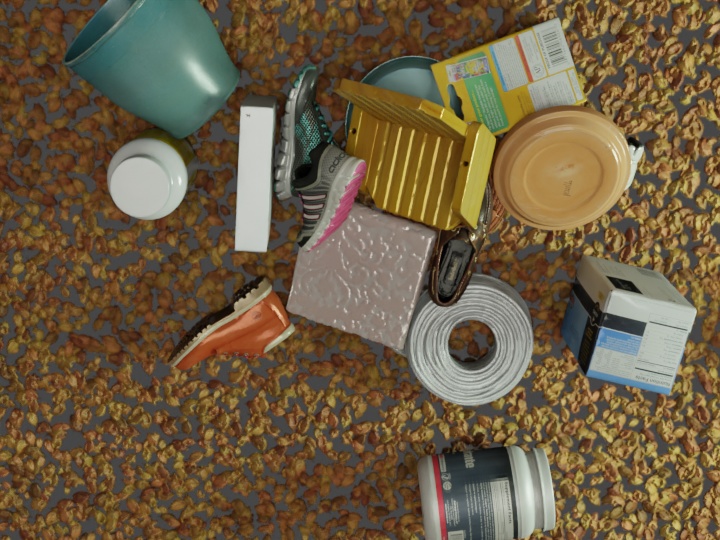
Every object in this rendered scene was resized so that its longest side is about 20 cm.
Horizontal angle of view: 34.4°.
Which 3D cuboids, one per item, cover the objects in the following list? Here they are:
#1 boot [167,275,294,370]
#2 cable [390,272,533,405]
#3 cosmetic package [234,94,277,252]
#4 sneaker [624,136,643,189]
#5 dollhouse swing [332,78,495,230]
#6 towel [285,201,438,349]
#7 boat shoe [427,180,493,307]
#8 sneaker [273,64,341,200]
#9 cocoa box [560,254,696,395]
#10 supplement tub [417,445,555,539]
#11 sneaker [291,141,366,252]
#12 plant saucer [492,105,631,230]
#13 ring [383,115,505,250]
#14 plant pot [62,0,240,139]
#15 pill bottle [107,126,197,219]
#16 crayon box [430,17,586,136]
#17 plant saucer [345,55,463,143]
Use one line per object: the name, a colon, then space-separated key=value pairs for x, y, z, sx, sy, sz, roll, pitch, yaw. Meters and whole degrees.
boot: x=-0.196 y=0.108 z=1.764 sx=0.199 sy=0.075 sz=0.108 roll=-34 pitch=107 yaw=7
cable: x=0.165 y=0.103 z=1.763 sx=0.199 sy=0.069 sz=0.200 roll=40 pitch=100 yaw=-9
cosmetic package: x=-0.149 y=-0.142 z=1.659 sx=0.051 sy=0.151 sz=0.203 roll=4 pitch=105 yaw=-1
sneaker: x=0.311 y=-0.161 z=1.701 sx=0.197 sy=0.075 sz=0.082 roll=7 pitch=113 yaw=-2
dollhouse swing: x=0.052 y=-0.154 z=1.577 sx=0.198 sy=0.175 sz=0.184 roll=19 pitch=105 yaw=27
towel: x=0.000 y=0.000 z=1.729 sx=0.198 sy=0.032 sz=0.194 roll=19 pitch=105 yaw=14
boat shoe: x=0.147 y=-0.044 z=1.673 sx=0.069 sy=0.070 sz=0.203 roll=14 pitch=95 yaw=4
sneaker: x=-0.069 y=-0.196 z=1.686 sx=0.090 sy=0.078 sz=0.203 roll=9 pitch=112 yaw=0
cocoa box: x=0.383 y=0.076 z=1.690 sx=0.131 sy=0.200 sz=0.133 roll=13 pitch=104 yaw=-4
supplement tub: x=0.190 y=0.345 z=1.787 sx=0.197 sy=0.140 sz=0.142 roll=-6 pitch=104 yaw=1
sneaker: x=-0.059 y=-0.108 z=1.649 sx=0.087 sy=0.074 sz=0.201 roll=40 pitch=141 yaw=10
plant saucer: x=0.288 y=-0.140 z=1.661 sx=0.197 sy=0.033 sz=0.202 roll=0 pitch=128 yaw=0
ring: x=0.124 y=-0.126 z=1.706 sx=0.197 sy=0.019 sz=0.203 roll=0 pitch=103 yaw=0
plant pot: x=-0.275 y=-0.293 z=1.610 sx=0.200 sy=0.201 sz=0.188 roll=-41 pitch=116 yaw=9
pill bottle: x=-0.294 y=-0.135 z=1.634 sx=0.110 sy=0.200 sz=0.114 roll=0 pitch=104 yaw=-1
crayon box: x=0.206 y=-0.265 z=1.658 sx=0.198 sy=0.052 sz=0.127 roll=-21 pitch=94 yaw=-6
plant saucer: x=0.076 y=-0.213 z=1.706 sx=0.197 sy=0.027 sz=0.203 roll=0 pitch=103 yaw=0
